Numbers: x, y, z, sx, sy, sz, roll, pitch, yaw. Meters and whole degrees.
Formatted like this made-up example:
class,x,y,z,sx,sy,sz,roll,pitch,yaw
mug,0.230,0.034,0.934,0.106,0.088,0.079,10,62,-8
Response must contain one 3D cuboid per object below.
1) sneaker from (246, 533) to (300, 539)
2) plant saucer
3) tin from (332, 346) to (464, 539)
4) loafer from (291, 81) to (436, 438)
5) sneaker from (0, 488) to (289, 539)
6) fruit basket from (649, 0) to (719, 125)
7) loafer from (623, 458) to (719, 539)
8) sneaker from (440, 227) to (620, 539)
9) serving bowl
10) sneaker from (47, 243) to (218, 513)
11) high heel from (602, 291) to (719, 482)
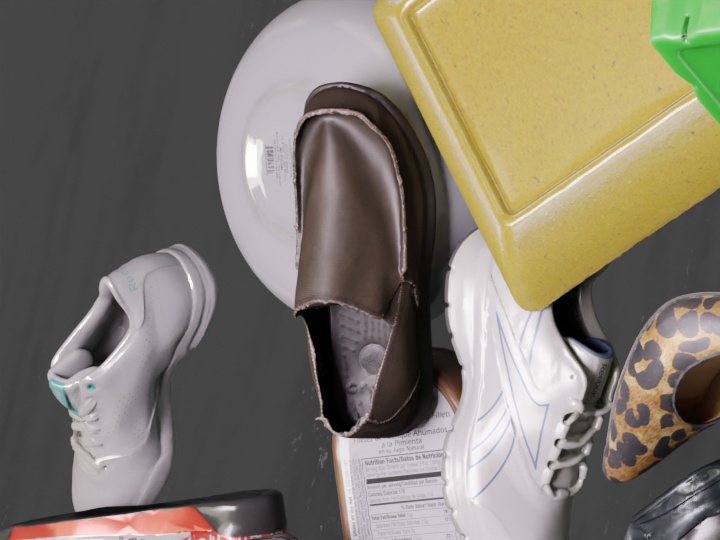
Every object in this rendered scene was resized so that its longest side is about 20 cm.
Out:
class,x,y,z,sx,sy,sz,roll,pitch,yaw
sneaker,-0.038,0.223,1.676,0.095,0.200,0.079,-18,37,8
plant saucer,0.108,-0.113,1.529,0.200,0.048,0.201,-35,69,23
tin,0.040,0.144,1.658,0.112,0.042,0.201,-10,87,39
loafer,0.000,0.000,1.587,0.073,0.071,0.201,-3,104,24
sneaker,-0.131,0.195,1.773,0.201,0.067,0.108,-8,90,23
fruit basket,0.231,-0.140,1.381,0.155,0.215,0.217,-4,91,43
loafer,0.144,0.176,1.542,0.200,0.073,0.072,-45,69,37
sneaker,0.094,0.075,1.579,0.087,0.074,0.201,-1,94,38
serving bowl,-0.014,-0.062,1.668,0.200,0.066,0.201,5,97,43
sneaker,-0.155,0.075,1.794,0.075,0.088,0.201,36,122,34
high heel,0.207,0.064,1.468,0.200,0.071,0.143,-54,53,21
